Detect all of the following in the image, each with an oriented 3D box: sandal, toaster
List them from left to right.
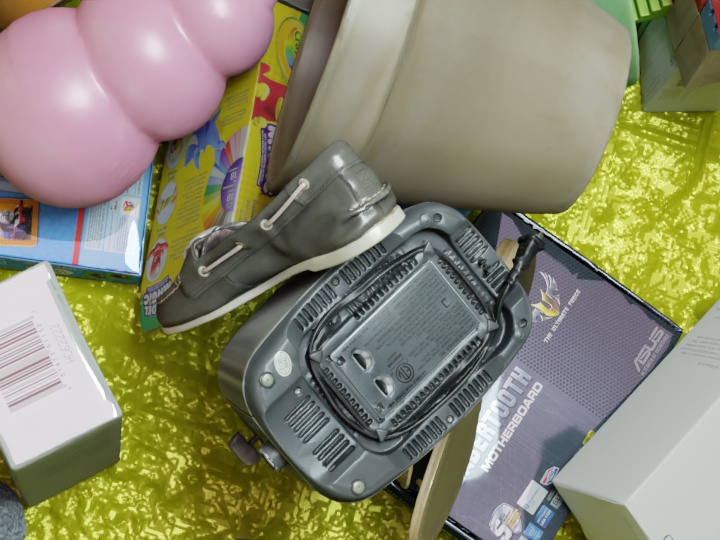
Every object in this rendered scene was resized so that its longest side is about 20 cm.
[{"bbox_3d":[0.007,0.039,1.129,0.200,0.129,0.114,-44,102,-14],"label":"toaster"},{"bbox_3d":[0.044,0.071,1.235,0.069,0.078,0.213,16,68,17],"label":"sandal"}]

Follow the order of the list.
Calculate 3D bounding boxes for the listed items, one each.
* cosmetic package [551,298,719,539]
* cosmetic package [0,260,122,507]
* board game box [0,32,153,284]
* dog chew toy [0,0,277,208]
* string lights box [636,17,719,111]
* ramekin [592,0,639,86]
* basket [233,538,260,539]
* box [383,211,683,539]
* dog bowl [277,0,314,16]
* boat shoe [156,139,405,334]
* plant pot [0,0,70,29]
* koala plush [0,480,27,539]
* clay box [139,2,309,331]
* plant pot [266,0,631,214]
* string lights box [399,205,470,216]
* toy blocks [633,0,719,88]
[{"bbox_3d":[0.232,0.111,1.263,0.200,0.085,0.108,-46,114,-20],"label":"cosmetic package"},{"bbox_3d":[-0.194,0.073,1.176,0.071,0.200,0.102,-26,82,-12],"label":"cosmetic package"},{"bbox_3d":[-0.234,-0.079,1.288,0.198,0.037,0.153,7,77,-8],"label":"board game box"},{"bbox_3d":[-0.139,-0.125,1.209,0.199,0.124,0.125,-30,82,12],"label":"dog chew toy"},{"bbox_3d":[0.224,-0.220,1.349,0.058,0.103,0.202,0,78,-6],"label":"string lights box"},{"bbox_3d":[0.112,-0.208,1.284,0.097,0.200,0.202,-13,79,4],"label":"ramekin"},{"bbox_3d":[-0.057,0.275,1.190,0.179,0.136,0.202,19,72,-7],"label":"basket"},{"bbox_3d":[0.094,0.077,1.293,0.157,0.051,0.201,35,76,1],"label":"box"},{"bbox_3d":[-0.042,-0.246,1.308,0.199,0.059,0.202,12,66,-28],"label":"dog bowl"},{"bbox_3d":[-0.055,-0.019,1.100,0.067,0.199,0.057,-39,101,-44],"label":"boat shoe"},{"bbox_3d":[-0.221,-0.262,1.263,0.199,0.200,0.184,-34,100,-13],"label":"plant pot"},{"bbox_3d":[-0.317,0.117,1.143,0.183,0.200,0.178,-28,77,-7],"label":"koala plush"},{"bbox_3d":[-0.084,-0.059,1.255,0.047,0.115,0.202,18,70,-30],"label":"clay box"},{"bbox_3d":[0.056,-0.113,1.143,0.172,0.200,0.202,19,76,-9],"label":"plant pot"},{"bbox_3d":[0.000,0.000,1.261,0.059,0.103,0.200,41,75,-2],"label":"string lights box"},{"bbox_3d":[0.220,-0.209,1.223,0.099,0.137,0.202,-11,79,-6],"label":"toy blocks"}]
